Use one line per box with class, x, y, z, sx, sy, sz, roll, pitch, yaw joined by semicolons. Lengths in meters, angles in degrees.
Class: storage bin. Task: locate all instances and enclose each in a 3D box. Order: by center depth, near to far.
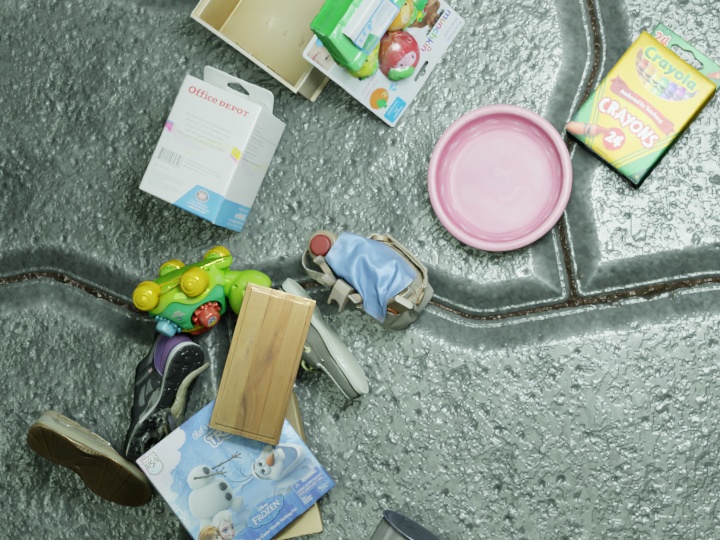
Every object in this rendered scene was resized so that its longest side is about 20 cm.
storage bin;-0.100;-0.382;1.699;0.199;0.094;0.199;37;94;14

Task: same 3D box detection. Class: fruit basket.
fruit basket;0.038;-0.318;1.619;0.186;0.199;0.094;-54;35;3

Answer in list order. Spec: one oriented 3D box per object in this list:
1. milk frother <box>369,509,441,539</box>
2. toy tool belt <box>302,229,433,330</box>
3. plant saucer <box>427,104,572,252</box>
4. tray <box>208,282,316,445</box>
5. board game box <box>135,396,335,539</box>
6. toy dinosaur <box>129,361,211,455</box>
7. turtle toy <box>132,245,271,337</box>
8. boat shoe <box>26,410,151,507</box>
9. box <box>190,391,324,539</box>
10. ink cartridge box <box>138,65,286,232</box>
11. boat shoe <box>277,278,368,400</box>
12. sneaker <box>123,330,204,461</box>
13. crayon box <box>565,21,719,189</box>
milk frother;0.076;0.460;1.575;0.199;0.180;0.189;29;93;-29
toy tool belt;0.000;0.000;1.625;0.199;0.123;0.126;33;93;14
plant saucer;0.193;-0.125;1.627;0.198;0.051;0.203;-1;84;13
tray;-0.133;0.126;1.603;0.098;0.037;0.202;15;87;-5
board game box;-0.171;0.279;1.625;0.199;0.043;0.200;-38;88;-13
toy dinosaur;-0.273;0.222;1.673;0.047;0.088;0.202;27;107;29
turtle toy;-0.221;0.034;1.674;0.198;0.146;0.102;-15;104;17
boat shoe;-0.387;0.271;1.721;0.199;0.065;0.072;31;115;-5
box;-0.149;0.288;1.687;0.162;0.021;0.202;-14;81;11
ink cartridge box;-0.203;-0.176;1.688;0.128;0.125;0.202;25;91;14
boat shoe;-0.063;0.105;1.659;0.060;0.072;0.202;-40;71;9
sneaker;-0.297;0.178;1.721;0.087;0.075;0.201;35;102;42
crayon box;0.387;-0.228;1.589;0.127;0.051;0.201;39;94;14
